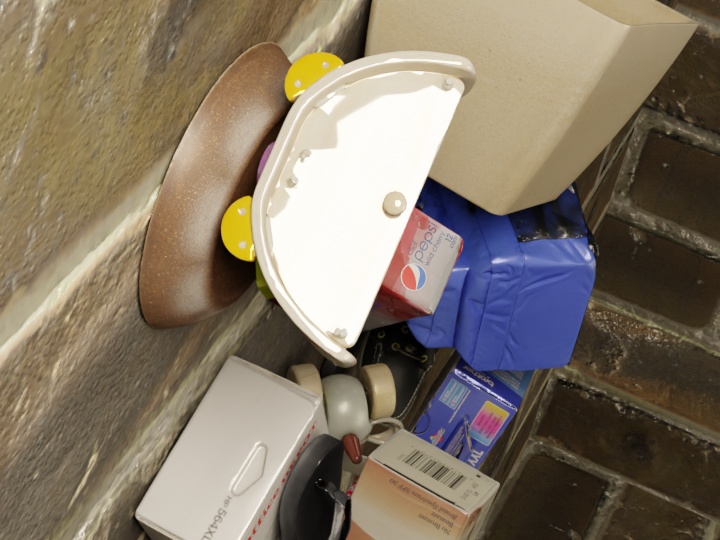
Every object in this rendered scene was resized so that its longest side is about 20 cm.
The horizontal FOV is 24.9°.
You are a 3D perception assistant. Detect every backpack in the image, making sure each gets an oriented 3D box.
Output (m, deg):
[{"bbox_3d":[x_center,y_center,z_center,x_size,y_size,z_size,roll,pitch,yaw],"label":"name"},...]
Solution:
[{"bbox_3d":[0.108,-0.037,1.410,0.163,0.167,0.200,106,-18,-47],"label":"backpack"}]

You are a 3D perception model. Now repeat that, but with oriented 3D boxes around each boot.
[{"bbox_3d":[0.064,0.055,1.634,0.204,0.073,0.154,-71,-166,-13],"label":"boot"}]

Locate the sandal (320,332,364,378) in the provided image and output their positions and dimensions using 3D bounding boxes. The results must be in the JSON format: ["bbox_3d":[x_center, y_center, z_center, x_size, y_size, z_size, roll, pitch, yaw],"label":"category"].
[{"bbox_3d":[0.023,0.027,1.593,0.200,0.045,0.075,-65,167,-10],"label":"sandal"}]

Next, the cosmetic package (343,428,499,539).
[{"bbox_3d":[0.026,0.250,1.373,0.087,0.103,0.200,-27,141,-65],"label":"cosmetic package"}]

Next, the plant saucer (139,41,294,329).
[{"bbox_3d":[-0.079,-0.048,1.061,0.201,0.037,0.201,-61,167,-24],"label":"plant saucer"}]

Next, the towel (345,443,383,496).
[{"bbox_3d":[-0.039,0.253,1.399,0.200,0.022,0.145,-48,161,-45],"label":"towel"}]

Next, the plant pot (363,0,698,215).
[{"bbox_3d":[0.110,-0.156,1.260,0.200,0.200,0.177,-18,137,-62],"label":"plant pot"}]

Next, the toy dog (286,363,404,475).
[{"bbox_3d":[-0.024,0.161,1.484,0.200,0.131,0.097,77,1,-58],"label":"toy dog"}]

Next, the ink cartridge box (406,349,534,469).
[{"bbox_3d":[0.101,0.130,1.552,0.137,0.076,0.200,-59,176,29],"label":"ink cartridge box"}]

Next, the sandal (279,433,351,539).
[{"bbox_3d":[-0.029,0.209,1.262,0.076,0.043,0.201,-46,148,-50],"label":"sandal"}]

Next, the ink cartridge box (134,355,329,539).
[{"bbox_3d":[-0.091,0.172,1.280,0.146,0.084,0.200,-60,166,-19],"label":"ink cartridge box"}]

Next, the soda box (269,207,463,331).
[{"bbox_3d":[0.000,0.000,1.212,0.064,0.070,0.200,-63,-165,-17],"label":"soda box"}]

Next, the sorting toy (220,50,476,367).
[{"bbox_3d":[-0.015,-0.039,1.059,0.180,0.107,0.200,93,20,-79],"label":"sorting toy"}]
